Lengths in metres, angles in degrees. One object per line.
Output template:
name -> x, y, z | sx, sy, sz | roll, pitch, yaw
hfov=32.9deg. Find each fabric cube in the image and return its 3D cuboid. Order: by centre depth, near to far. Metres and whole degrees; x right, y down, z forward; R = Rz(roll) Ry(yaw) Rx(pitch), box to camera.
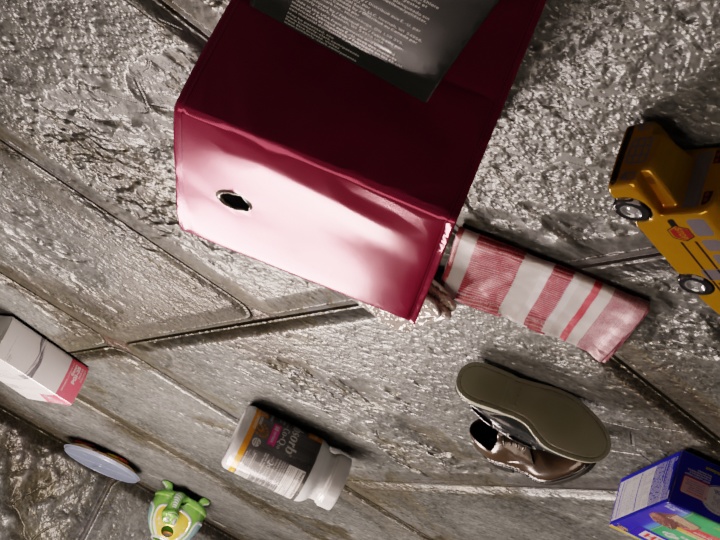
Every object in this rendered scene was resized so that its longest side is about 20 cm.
fabric cube -> -0.005, -0.109, 0.898 | 0.199, 0.200, 0.196 | 23, 156, 3

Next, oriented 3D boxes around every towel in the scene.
towel -> 0.180, 0.027, 1.240 | 0.200, 0.023, 0.144 | 22, 156, 5
towel -> 0.000, 0.000, 1.318 | 0.200, 0.035, 0.133 | 36, 158, -13

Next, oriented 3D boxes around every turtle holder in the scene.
turtle holder -> -0.441, 0.596, 2.939 | 0.141, 0.132, 0.185 | 35, 155, -23

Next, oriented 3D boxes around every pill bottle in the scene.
pill bottle -> -0.123, 0.317, 2.046 | 0.200, 0.117, 0.116 | 25, 157, -5

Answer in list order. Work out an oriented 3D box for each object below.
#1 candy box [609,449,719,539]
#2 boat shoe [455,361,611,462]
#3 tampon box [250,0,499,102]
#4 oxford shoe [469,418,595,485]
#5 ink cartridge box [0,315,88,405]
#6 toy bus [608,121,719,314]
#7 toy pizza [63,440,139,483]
candy box -> 0.430, 0.310, 1.537 | 0.169, 0.077, 0.200 | 24, 158, -1
boat shoe -> 0.205, 0.178, 1.475 | 0.199, 0.075, 0.066 | 22, 159, 8
tampon box -> 0.040, -0.220, 0.676 | 0.126, 0.150, 0.200 | 28, 157, -6
oxford shoe -> 0.217, 0.227, 1.572 | 0.200, 0.073, 0.084 | -3, 143, 47
ink cartridge box -> -0.625, 0.163, 2.244 | 0.146, 0.083, 0.200 | 3, 150, 42
toy bus -> 0.275, -0.035, 0.955 | 0.078, 0.065, 0.200 | -2, 146, 46
toy pizza -> -0.622, 0.459, 2.951 | 0.200, 0.032, 0.200 | 19, 157, 9
